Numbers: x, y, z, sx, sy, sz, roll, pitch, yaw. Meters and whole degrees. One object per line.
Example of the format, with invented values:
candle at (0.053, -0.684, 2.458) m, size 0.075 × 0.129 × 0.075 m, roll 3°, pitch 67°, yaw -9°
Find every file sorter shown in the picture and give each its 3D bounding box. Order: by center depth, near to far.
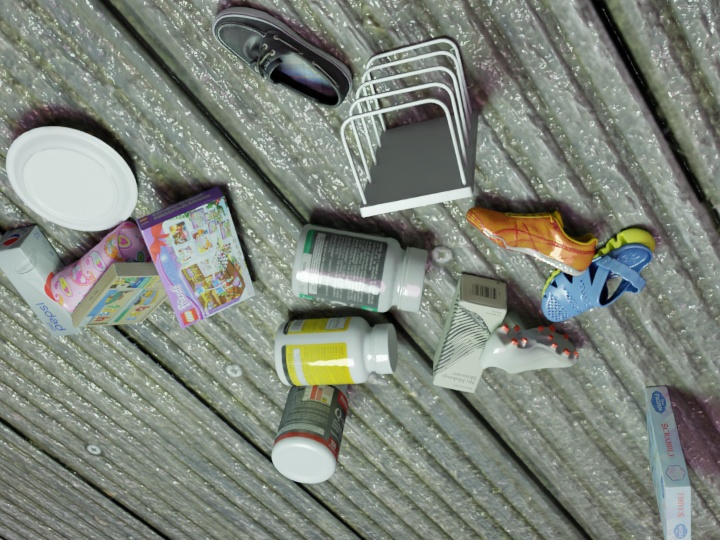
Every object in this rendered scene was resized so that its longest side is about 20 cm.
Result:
file sorter at (0.064, -0.184, 0.887) m, size 0.136 × 0.202 × 0.126 m, roll -8°, pitch 124°, yaw 18°

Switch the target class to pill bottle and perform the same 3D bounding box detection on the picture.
pill bottle at (0.000, 0.000, 1.107) m, size 0.195 × 0.114 × 0.115 m, roll 10°, pitch 131°, yaw 4°
pill bottle at (-0.039, 0.137, 1.231) m, size 0.195 × 0.113 × 0.113 m, roll -4°, pitch 129°, yaw 15°
pill bottle at (-0.082, 0.261, 1.285) m, size 0.113 × 0.202 × 0.118 m, roll 6°, pitch 132°, yaw 7°

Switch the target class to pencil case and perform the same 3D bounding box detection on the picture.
pencil case at (-0.430, -0.002, 1.209) m, size 0.198 × 0.088 × 0.088 m, roll -28°, pitch 120°, yaw 27°

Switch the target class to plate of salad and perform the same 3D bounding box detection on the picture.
plate of salad at (-0.443, -0.143, 1.118) m, size 0.195 × 0.049 × 0.203 m, roll 0°, pitch 136°, yaw 0°

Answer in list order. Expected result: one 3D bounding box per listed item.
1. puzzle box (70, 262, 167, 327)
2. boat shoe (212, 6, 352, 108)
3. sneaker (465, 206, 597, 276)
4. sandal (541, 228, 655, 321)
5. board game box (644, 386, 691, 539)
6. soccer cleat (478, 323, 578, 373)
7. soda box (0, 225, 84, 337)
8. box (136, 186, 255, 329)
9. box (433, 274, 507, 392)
puzzle box at (-0.387, 0.042, 1.212) m, size 0.131 × 0.026 × 0.199 m, roll -3°, pitch 155°, yaw -43°
boat shoe at (-0.104, -0.268, 0.933) m, size 0.197 × 0.067 × 0.070 m, roll 28°, pitch 130°, yaw -13°
sneaker at (0.248, -0.060, 1.052) m, size 0.196 × 0.073 × 0.079 m, roll 19°, pitch 106°, yaw -6°
sandal at (0.350, 0.021, 1.076) m, size 0.079 × 0.088 × 0.200 m, roll 32°, pitch 130°, yaw -19°
board game box at (0.526, 0.342, 1.235) m, size 0.040 × 0.202 × 0.203 m, roll -8°, pitch 129°, yaw 16°
soccer cleat at (0.271, 0.131, 1.163) m, size 0.197 × 0.070 × 0.078 m, roll 10°, pitch 130°, yaw -35°
soda box at (-0.553, 0.022, 1.267) m, size 0.067 × 0.064 × 0.203 m, roll -8°, pitch 128°, yaw 17°
box at (-0.256, -0.018, 1.146) m, size 0.135 × 0.039 × 0.203 m, roll -25°, pitch 131°, yaw -17°
box at (0.178, 0.107, 1.192) m, size 0.080 × 0.069 × 0.203 m, roll 10°, pitch 130°, yaw 1°
